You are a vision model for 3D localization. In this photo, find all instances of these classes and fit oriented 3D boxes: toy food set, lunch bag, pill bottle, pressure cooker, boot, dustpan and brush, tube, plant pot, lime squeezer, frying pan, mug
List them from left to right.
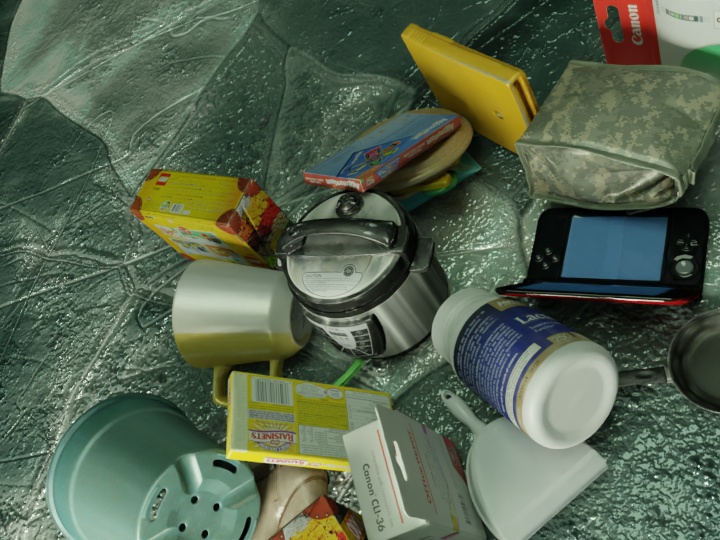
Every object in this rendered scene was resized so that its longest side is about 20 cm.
[{"bbox_3d":[-0.229,0.257,0.893,0.196,0.200,0.200,5,63,50],"label":"plant pot"},{"bbox_3d":[-0.145,0.075,1.055,0.153,0.187,0.149,0,29,19],"label":"mug"},{"bbox_3d":[-0.112,0.291,0.916,0.200,0.070,0.146,-37,49,20],"label":"boot"},{"bbox_3d":[-0.051,0.203,0.969,0.070,0.038,0.200,11,69,14],"label":"lime squeezer"},{"bbox_3d":[0.000,-0.002,0.957,0.176,0.200,0.179,-36,51,1],"label":"pressure cooker"},{"bbox_3d":[0.060,-0.160,1.079,0.200,0.049,0.198,-3,39,28],"label":"toy food set"},{"bbox_3d":[0.067,-0.110,1.089,0.200,0.050,0.077,-31,49,2],"label":"tube"},{"bbox_3d":[0.152,0.192,0.857,0.139,0.057,0.200,-37,56,-11],"label":"dustpan and brush"},{"bbox_3d":[0.168,0.095,0.838,0.116,0.116,0.200,-48,33,-5],"label":"pill bottle"},{"bbox_3d":[0.315,-0.156,0.920,0.200,0.118,0.164,15,59,37],"label":"lunch bag"},{"bbox_3d":[0.347,0.115,0.803,0.190,0.031,0.115,-35,51,10],"label":"frying pan"}]

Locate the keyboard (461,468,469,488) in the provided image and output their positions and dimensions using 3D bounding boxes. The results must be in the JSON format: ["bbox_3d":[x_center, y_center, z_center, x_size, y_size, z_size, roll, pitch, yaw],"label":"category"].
[{"bbox_3d":[0.042,0.227,0.917,0.200,0.011,0.056,20,73,36],"label":"keyboard"}]

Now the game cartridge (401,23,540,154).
[{"bbox_3d":[0.157,-0.232,1.026,0.032,0.176,0.200,-47,51,-3],"label":"game cartridge"}]

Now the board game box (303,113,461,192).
[{"bbox_3d":[0.031,-0.156,1.002,0.103,0.019,0.200,12,38,44],"label":"board game box"}]

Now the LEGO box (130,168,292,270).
[{"bbox_3d":[-0.209,-0.070,1.137,0.200,0.149,0.077,10,67,32],"label":"LEGO box"}]

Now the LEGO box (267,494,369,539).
[{"bbox_3d":[0.014,0.321,0.752,0.077,0.200,0.149,-40,51,2],"label":"LEGO box"}]

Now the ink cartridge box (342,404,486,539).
[{"bbox_3d":[0.049,0.218,0.787,0.067,0.200,0.117,-28,56,16],"label":"ink cartridge box"}]

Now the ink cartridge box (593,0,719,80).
[{"bbox_3d":[0.378,-0.283,0.945,0.200,0.161,0.050,13,65,34],"label":"ink cartridge box"}]

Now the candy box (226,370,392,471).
[{"bbox_3d":[-0.053,0.175,0.888,0.026,0.200,0.102,123,151,-44],"label":"candy box"}]

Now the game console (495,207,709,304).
[{"bbox_3d":[0.274,-0.021,0.871,0.200,0.119,0.173,3,63,30],"label":"game console"}]
